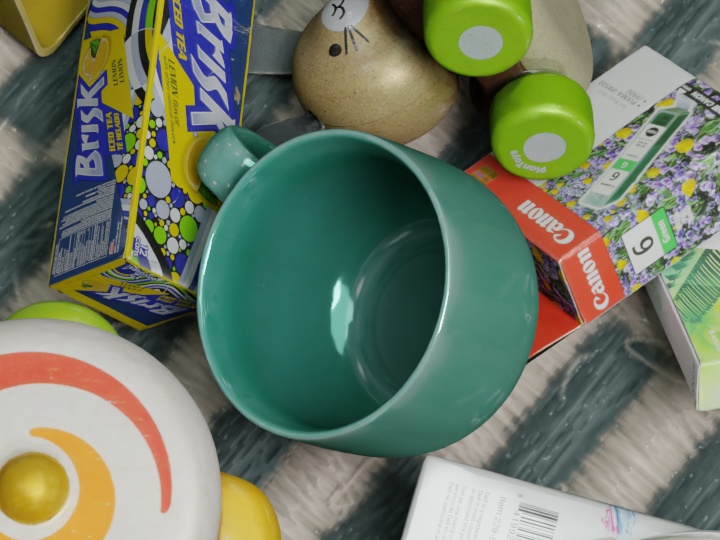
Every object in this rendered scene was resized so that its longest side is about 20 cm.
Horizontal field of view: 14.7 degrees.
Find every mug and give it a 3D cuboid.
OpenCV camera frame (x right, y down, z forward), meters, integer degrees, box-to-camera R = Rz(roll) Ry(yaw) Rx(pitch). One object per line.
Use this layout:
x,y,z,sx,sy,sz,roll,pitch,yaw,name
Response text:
0.009,0.001,1.383,0.152,0.114,0.185,-21,68,30,mug

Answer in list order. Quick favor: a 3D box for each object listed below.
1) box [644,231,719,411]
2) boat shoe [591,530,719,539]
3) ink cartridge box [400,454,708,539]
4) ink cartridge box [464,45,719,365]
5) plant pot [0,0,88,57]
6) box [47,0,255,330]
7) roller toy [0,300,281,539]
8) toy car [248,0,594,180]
0.252,0.003,1.446,0.200,0.036,0.144,-11,36,-5,box
0.113,0.159,1.322,0.200,0.070,0.071,-5,74,-4,boat shoe
0.108,0.193,1.393,0.200,0.088,0.146,15,73,4,ink cartridge box
0.108,-0.029,1.453,0.200,0.050,0.109,-34,38,-13,ink cartridge box
-0.195,-0.271,1.479,0.176,0.200,0.200,32,74,20,plant pot
-0.107,-0.077,1.454,0.070,0.064,0.200,28,58,-40,box
-0.157,0.122,1.374,0.182,0.140,0.200,-38,78,-13,roller toy
0.010,-0.124,1.466,0.200,0.158,0.164,-19,44,18,toy car
